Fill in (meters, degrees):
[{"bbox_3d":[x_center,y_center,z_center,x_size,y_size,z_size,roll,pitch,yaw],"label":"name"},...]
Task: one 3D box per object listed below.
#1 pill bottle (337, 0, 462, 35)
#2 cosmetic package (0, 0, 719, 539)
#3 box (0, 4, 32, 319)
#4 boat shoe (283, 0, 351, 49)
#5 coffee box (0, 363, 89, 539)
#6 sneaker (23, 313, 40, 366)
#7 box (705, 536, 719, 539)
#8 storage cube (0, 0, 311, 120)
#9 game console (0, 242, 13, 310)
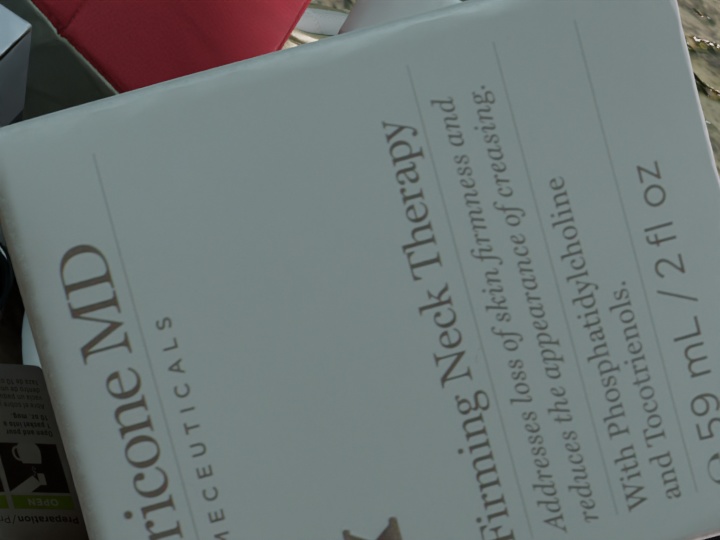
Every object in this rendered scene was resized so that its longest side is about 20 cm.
[{"bbox_3d":[0.000,0.000,0.880,0.114,0.200,0.114,27,-3,1],"label":"pill bottle"},{"bbox_3d":[0.006,0.013,0.738,0.199,0.168,0.166,-15,3,-3],"label":"cosmetic package"},{"bbox_3d":[-0.204,-0.063,0.919,0.156,0.200,0.041,34,56,11],"label":"box"},{"bbox_3d":[-0.048,-0.099,1.164,0.200,0.075,0.068,9,12,-31],"label":"boat shoe"},{"bbox_3d":[-0.127,0.140,0.720,0.080,0.113,0.200,4,49,-34],"label":"coffee box"},{"bbox_3d":[-0.064,-0.002,0.966,0.074,0.118,0.201,46,36,-33],"label":"sneaker"},{"bbox_3d":[0.105,0.082,0.957,0.104,0.182,0.200,34,30,10],"label":"box"},{"bbox_3d":[-0.130,-0.148,0.972,0.171,0.200,0.180,48,56,-30],"label":"storage cube"},{"bbox_3d":[-0.257,0.013,0.837,0.200,0.118,0.171,34,31,12],"label":"game console"}]
